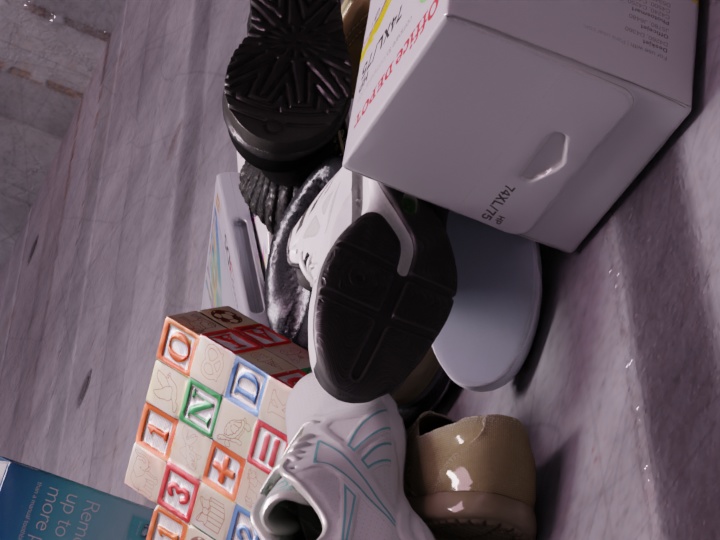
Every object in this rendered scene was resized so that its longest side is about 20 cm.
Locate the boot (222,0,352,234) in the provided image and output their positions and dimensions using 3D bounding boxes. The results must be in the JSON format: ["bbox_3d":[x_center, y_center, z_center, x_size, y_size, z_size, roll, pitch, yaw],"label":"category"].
[{"bbox_3d":[-0.046,-0.079,1.653,0.211,0.079,0.159,-80,-4,-57],"label":"boot"}]

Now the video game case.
[{"bbox_3d":[-0.091,0.062,1.857,0.201,0.022,0.183,100,162,-48],"label":"video game case"}]

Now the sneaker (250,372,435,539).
[{"bbox_3d":[-0.017,0.111,1.337,0.071,0.080,0.201,-63,25,25],"label":"sneaker"}]

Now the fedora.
[{"bbox_3d":[0.000,0.000,1.574,0.200,0.091,0.202,-24,63,59],"label":"fedora"}]

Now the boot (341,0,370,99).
[{"bbox_3d":[0.049,-0.138,1.653,0.200,0.073,0.156,-37,39,34],"label":"boot"}]

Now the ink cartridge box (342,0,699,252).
[{"bbox_3d":[0.093,-0.145,1.404,0.147,0.145,0.201,127,158,-49],"label":"ink cartridge box"}]

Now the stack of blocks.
[{"bbox_3d":[-0.082,0.137,1.554,0.115,0.058,0.201,27,112,32],"label":"stack of blocks"}]

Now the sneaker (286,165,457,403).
[{"bbox_3d":[0.000,0.008,1.427,0.115,0.075,0.201,-51,20,50],"label":"sneaker"}]

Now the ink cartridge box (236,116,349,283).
[{"bbox_3d":[-0.049,-0.059,1.837,0.116,0.067,0.201,174,94,-77],"label":"ink cartridge box"}]

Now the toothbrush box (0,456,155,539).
[{"bbox_3d":[-0.190,0.234,1.834,0.147,0.199,0.085,-70,15,-6],"label":"toothbrush box"}]

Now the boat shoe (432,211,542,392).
[{"bbox_3d":[0.072,-0.021,1.477,0.066,0.070,0.201,48,-147,-63],"label":"boat shoe"}]

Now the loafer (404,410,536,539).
[{"bbox_3d":[0.044,0.116,1.389,0.200,0.076,0.068,-10,59,63],"label":"loafer"}]
